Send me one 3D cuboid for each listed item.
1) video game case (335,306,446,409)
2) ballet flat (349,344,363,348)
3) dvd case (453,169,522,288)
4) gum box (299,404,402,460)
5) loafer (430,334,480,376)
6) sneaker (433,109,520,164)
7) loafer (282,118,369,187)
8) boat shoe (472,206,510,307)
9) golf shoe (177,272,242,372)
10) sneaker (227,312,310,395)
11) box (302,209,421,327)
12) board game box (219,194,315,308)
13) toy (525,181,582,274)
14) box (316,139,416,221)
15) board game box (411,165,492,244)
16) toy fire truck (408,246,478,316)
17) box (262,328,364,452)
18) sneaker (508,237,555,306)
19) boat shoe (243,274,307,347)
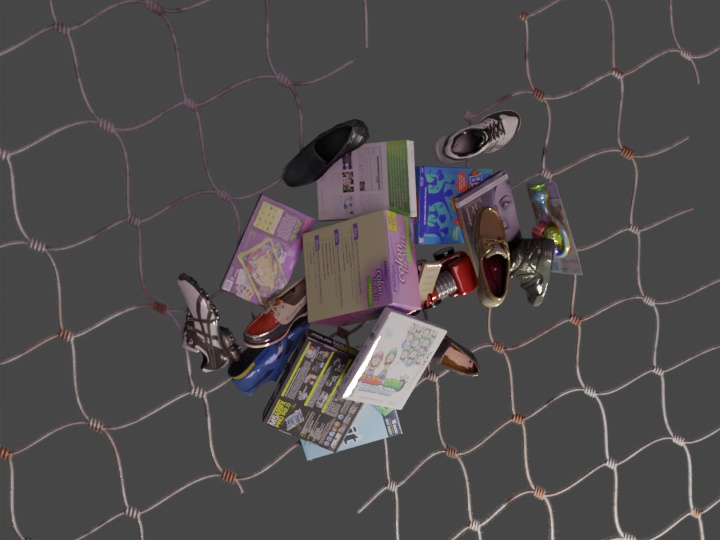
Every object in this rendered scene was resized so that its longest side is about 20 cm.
[{"bbox_3d":[0.061,0.167,1.629,0.200,0.024,0.183,22,101,-52],"label":"video game case"},{"bbox_3d":[0.020,0.185,1.769,0.199,0.073,0.073,5,94,-14],"label":"ballet flat"},{"bbox_3d":[0.268,-0.085,1.795,0.148,0.016,0.201,-31,114,-31],"label":"dvd case"},{"bbox_3d":[-0.035,0.269,1.734,0.199,0.045,0.171,-16,112,-1],"label":"gum box"},{"bbox_3d":[0.161,0.159,1.802,0.199,0.072,0.073,24,90,-16],"label":"loafer"},{"bbox_3d":[0.249,-0.267,1.778,0.199,0.088,0.076,-28,100,-13],"label":"sneaker"},{"bbox_3d":[-0.075,-0.223,1.660,0.200,0.070,0.068,-31,79,25],"label":"loafer"},{"bbox_3d":[0.262,-0.031,1.716,0.074,0.066,0.201,-3,81,-10],"label":"boat shoe"},{"bbox_3d":[-0.307,0.103,1.665,0.094,0.078,0.201,-30,101,-10],"label":"golf shoe"},{"bbox_3d":[-0.166,0.162,1.722,0.200,0.066,0.079,-43,123,-10],"label":"sneaker"},{"bbox_3d":[0.000,0.000,1.647,0.096,0.199,0.177,13,68,-51],"label":"box"},{"bbox_3d":[-0.181,-0.033,1.712,0.120,0.032,0.201,24,89,-13],"label":"board game box"},{"bbox_3d":[0.384,-0.083,1.817,0.047,0.115,0.201,-19,100,-18],"label":"toy"},{"bbox_3d":[0.009,-0.170,1.683,0.199,0.036,0.145,-1,95,27],"label":"box"},{"bbox_3d":[0.178,-0.130,1.758,0.199,0.045,0.153,-4,97,-38],"label":"board game box"},{"bbox_3d":[0.150,0.018,1.718,0.175,0.200,0.129,-24,102,-12],"label":"toy fire truck"},{"bbox_3d":[-0.073,0.229,1.668,0.160,0.044,0.201,24,106,-13],"label":"box"},{"bbox_3d":[0.337,-0.002,1.812,0.114,0.200,0.076,11,60,16],"label":"sneaker"},{"bbox_3d":[-0.147,0.075,1.677,0.200,0.071,0.063,-36,141,-34],"label":"boat shoe"}]
